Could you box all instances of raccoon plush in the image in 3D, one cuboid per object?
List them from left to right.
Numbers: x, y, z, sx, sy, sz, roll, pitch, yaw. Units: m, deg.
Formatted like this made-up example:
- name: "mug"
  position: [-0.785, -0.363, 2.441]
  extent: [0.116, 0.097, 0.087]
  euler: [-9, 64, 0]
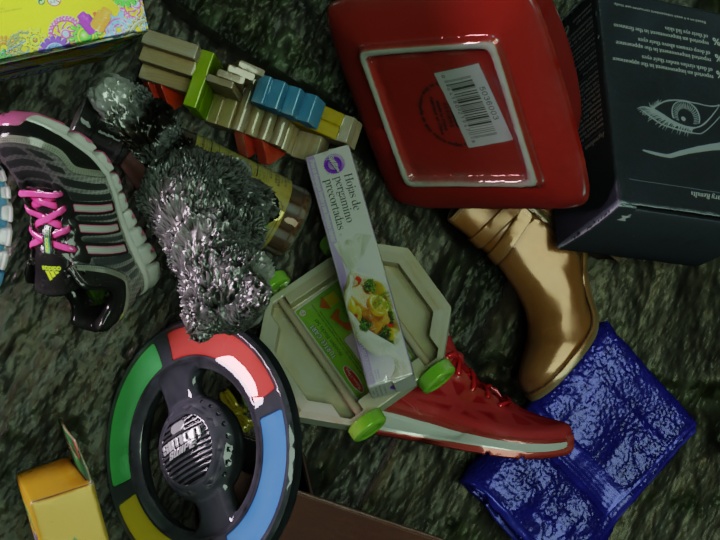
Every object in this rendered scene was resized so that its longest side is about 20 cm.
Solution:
- name: "raccoon plush"
  position: [-0.138, -0.034, 1.009]
  extent: [0.199, 0.135, 0.097]
  euler: [36, 115, -22]

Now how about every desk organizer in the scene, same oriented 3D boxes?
- name: "desk organizer"
  position: [-0.031, 0.207, 1.129]
  extent: [0.198, 0.072, 0.078]
  euler: [21, 108, -18]

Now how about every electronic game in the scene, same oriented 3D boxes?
- name: "electronic game"
  position: [-0.123, 0.137, 1.056]
  extent: [0.041, 0.198, 0.203]
  euler: [8, 89, -52]

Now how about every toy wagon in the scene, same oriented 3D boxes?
- name: "toy wagon"
  position: [-0.025, 0.063, 1.125]
  extent: [0.199, 0.040, 0.156]
  euler: [-34, 72, -7]

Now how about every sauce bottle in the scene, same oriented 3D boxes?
- name: "sauce bottle"
  position: [-0.137, -0.077, 1.101]
  extent: [0.198, 0.065, 0.065]
  euler: [24, 84, -16]

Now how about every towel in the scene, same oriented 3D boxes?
- name: "towel"
  position: [0.201, 0.165, 1.230]
  extent: [0.148, 0.049, 0.200]
  euler: [45, 78, -16]

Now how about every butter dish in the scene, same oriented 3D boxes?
- name: "butter dish"
  position: [0.102, -0.163, 1.123]
  extent: [0.148, 0.197, 0.202]
  euler: [-49, 130, -39]

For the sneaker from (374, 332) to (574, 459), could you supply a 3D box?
- name: "sneaker"
  position: [0.087, 0.091, 1.157]
  extent: [0.197, 0.078, 0.117]
  euler: [9, 86, -2]

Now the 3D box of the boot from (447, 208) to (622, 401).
- name: "boot"
  position: [0.139, -0.004, 1.195]
  extent: [0.154, 0.074, 0.202]
  euler: [30, 72, -17]

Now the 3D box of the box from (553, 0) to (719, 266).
- name: "box"
  position: [0.244, -0.118, 1.170]
  extent: [0.146, 0.104, 0.203]
  euler: [8, 68, -21]

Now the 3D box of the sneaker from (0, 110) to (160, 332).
- name: "sneaker"
  position: [-0.218, -0.028, 1.023]
  extent: [0.088, 0.073, 0.201]
  euler: [-65, 147, -34]

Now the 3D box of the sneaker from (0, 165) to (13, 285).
- name: "sneaker"
  position: [-0.313, 0.005, 1.032]
  extent: [0.086, 0.075, 0.203]
  euler: [8, 89, -28]

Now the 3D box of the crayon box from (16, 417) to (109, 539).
- name: "crayon box"
  position: [-0.216, 0.222, 1.052]
  extent: [0.050, 0.127, 0.203]
  euler: [-16, 96, -17]

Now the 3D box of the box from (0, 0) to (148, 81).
- name: "box"
  position: [-0.274, -0.198, 0.982]
  extent: [0.198, 0.192, 0.124]
  euler: [-15, 97, -18]

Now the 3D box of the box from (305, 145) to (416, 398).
- name: "box"
  position: [0.000, 0.000, 1.101]
  extent: [0.038, 0.042, 0.202]
  euler: [-16, 70, 0]

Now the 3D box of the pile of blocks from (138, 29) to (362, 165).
- name: "pile of blocks"
  position: [-0.091, -0.125, 1.104]
  extent: [0.198, 0.082, 0.063]
  euler: [20, 85, -19]
